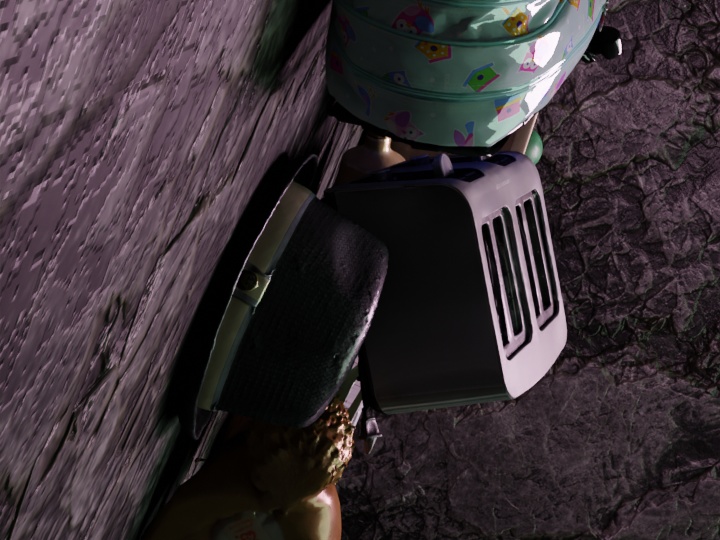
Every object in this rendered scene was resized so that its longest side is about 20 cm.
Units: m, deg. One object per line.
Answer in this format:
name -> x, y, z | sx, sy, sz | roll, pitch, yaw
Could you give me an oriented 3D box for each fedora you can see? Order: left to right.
fedora -> -0.040, 0.029, 0.815 | 0.201, 0.091, 0.201 | 24, 90, -88

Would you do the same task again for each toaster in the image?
toaster -> 0.067, 0.010, 0.940 | 0.181, 0.119, 0.200 | -26, 106, -63

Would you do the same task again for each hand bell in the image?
hand bell -> 0.018, -0.123, 1.035 | 0.104, 0.104, 0.200 | -63, 164, -61

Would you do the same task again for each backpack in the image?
backpack -> 0.052, -0.150, 0.683 | 0.200, 0.167, 0.127 | -58, 153, -49

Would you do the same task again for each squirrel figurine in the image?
squirrel figurine -> -0.063, 0.138, 0.965 | 0.187, 0.141, 0.200 | -77, -169, -66

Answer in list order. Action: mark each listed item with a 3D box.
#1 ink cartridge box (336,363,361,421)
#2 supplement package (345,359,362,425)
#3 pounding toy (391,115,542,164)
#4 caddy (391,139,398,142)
ink cartridge box -> -0.067, 0.145, 1.207 | 0.200, 0.048, 0.146 | -45, -170, 33
supplement package -> -0.060, 0.170, 1.552 | 0.200, 0.117, 0.117 | -55, 168, -77
pounding toy -> 0.122, -0.140, 1.362 | 0.142, 0.200, 0.184 | -60, 168, -70
caddy -> 0.054, -0.175, 0.893 | 0.200, 0.105, 0.142 | 108, -16, -66
